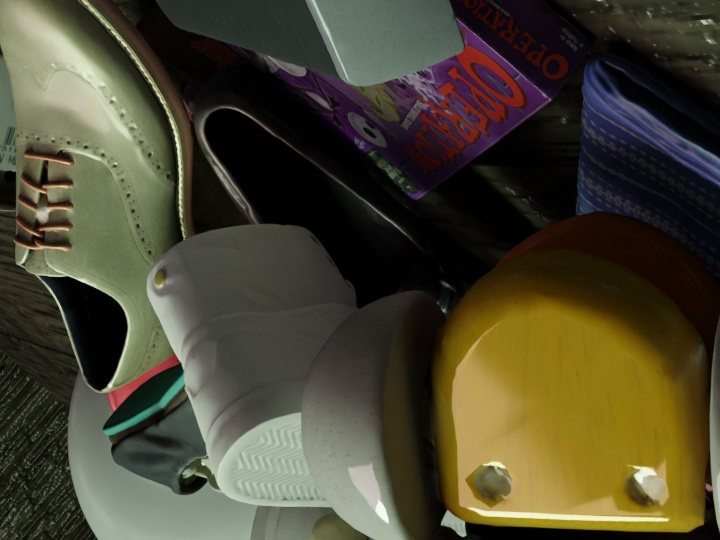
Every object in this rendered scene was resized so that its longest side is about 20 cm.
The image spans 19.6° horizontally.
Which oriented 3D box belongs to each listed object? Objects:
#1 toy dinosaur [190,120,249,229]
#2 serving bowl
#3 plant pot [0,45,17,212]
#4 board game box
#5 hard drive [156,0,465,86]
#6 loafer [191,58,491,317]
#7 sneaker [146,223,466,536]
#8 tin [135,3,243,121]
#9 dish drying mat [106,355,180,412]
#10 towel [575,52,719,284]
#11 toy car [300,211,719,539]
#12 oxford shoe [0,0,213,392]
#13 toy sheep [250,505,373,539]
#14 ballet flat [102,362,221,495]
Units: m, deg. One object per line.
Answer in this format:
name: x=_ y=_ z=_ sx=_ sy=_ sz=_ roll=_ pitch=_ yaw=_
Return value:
toy dinosaur: x=-0.061 y=-0.029 z=0.929 sx=0.200 sy=0.058 sz=0.101 roll=51 pitch=147 yaw=-12
serving bowl: x=-0.073 y=0.070 z=1.065 sx=0.199 sy=0.201 sz=0.066 roll=30 pitch=177 yaw=33
plant pot: x=-0.209 y=-0.100 z=0.941 sx=0.199 sy=0.188 sz=0.187 roll=24 pitch=161 yaw=38
board game box: x=0.003 y=-0.086 z=0.740 sx=0.120 sy=0.032 sz=0.200 roll=36 pitch=167 yaw=-4
hard drive: x=-0.053 y=-0.144 z=0.595 sx=0.134 sy=0.042 sz=0.201 roll=24 pitch=149 yaw=49
loafer: x=0.000 y=0.000 z=0.849 sx=0.200 sy=0.072 sz=0.063 roll=48 pitch=-166 yaw=-3
sneaker: x=0.009 y=0.035 z=0.797 sx=0.199 sy=0.074 sz=0.116 roll=16 pitch=-145 yaw=-43
tin: x=-0.063 y=-0.063 z=0.976 sx=0.112 sy=0.042 sz=0.200 roll=34 pitch=166 yaw=5
dish drying mat: x=-0.045 y=0.029 z=0.991 sx=0.198 sy=0.078 sz=0.018 roll=-4 pitch=-174 yaw=31
towel: x=0.130 y=0.007 z=0.712 sx=0.144 sy=0.024 sz=0.200 roll=37 pitch=167 yaw=15
toy car: x=0.082 y=0.079 z=0.700 sx=0.173 sy=0.150 sz=0.202 roll=0 pitch=108 yaw=18
oxford shoe: x=-0.111 y=-0.035 z=0.855 sx=0.070 sy=0.074 sz=0.201 roll=13 pitch=136 yaw=38
toy sheep: x=0.010 y=0.129 z=0.939 sx=0.137 sy=0.138 sz=0.200 roll=36 pitch=179 yaw=12
ballet flat: x=-0.058 y=0.063 z=0.916 sx=0.073 sy=0.073 sz=0.200 roll=40 pitch=155 yaw=-6
